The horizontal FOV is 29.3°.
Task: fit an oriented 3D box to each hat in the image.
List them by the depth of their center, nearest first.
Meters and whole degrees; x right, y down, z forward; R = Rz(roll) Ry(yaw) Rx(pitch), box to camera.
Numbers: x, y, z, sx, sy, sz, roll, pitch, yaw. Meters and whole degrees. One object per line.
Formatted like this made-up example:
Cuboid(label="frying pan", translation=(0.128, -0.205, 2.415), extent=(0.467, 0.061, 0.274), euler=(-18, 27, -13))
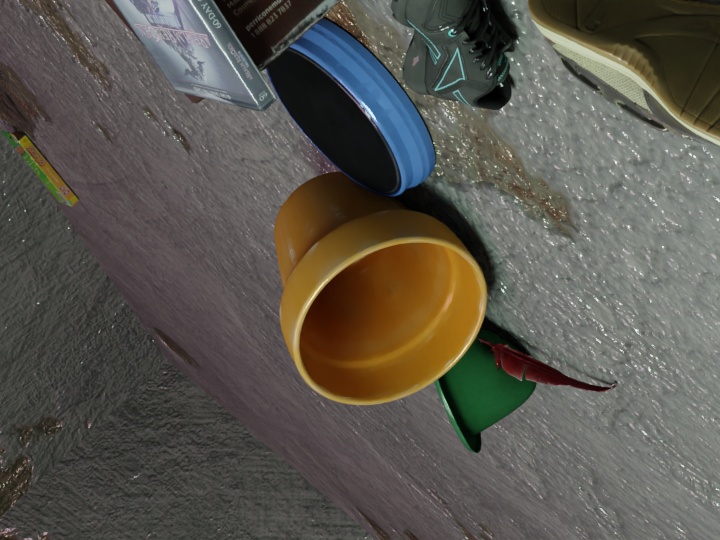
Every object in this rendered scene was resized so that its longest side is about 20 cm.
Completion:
Cuboid(label="hat", translation=(0.172, 0.093, 1.458), extent=(0.166, 0.176, 0.201), euler=(49, -158, -57))

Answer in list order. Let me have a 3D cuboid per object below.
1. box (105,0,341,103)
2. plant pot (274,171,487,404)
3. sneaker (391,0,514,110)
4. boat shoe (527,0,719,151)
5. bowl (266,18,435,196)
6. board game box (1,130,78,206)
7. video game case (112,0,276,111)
Cuboid(label="box", translation=(-0.096, -0.247, 1.027), extent=(0.164, 0.166, 0.200), euler=(49, 165, -13))
Cuboid(label="plant pot", translation=(0.000, 0.000, 1.380), extent=(0.200, 0.200, 0.183), euler=(60, 179, -42))
Cuboid(label="sneaker", translation=(0.073, -0.174, 0.970), extent=(0.079, 0.076, 0.200), euler=(30, 169, 14))
Cuboid(label="boat shoe", translation=(0.187, -0.117, 0.804), extent=(0.200, 0.073, 0.065), euler=(41, 175, 31))
Cuboid(label="bowl", translation=(-0.014, -0.151, 1.295), extent=(0.201, 0.039, 0.201), euler=(43, 165, 15))
Cuboid(label="board game box", translation=(-0.681, -0.222, 2.925), extent=(0.200, 0.030, 0.095), euler=(52, 164, -27))
Cuboid(label="video game case", translation=(-0.145, -0.198, 0.936), extent=(0.143, 0.019, 0.200), euler=(22, 149, 55))
